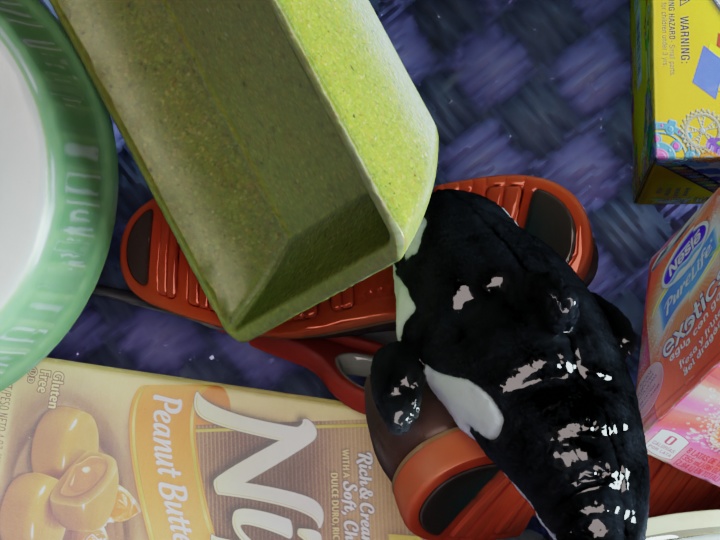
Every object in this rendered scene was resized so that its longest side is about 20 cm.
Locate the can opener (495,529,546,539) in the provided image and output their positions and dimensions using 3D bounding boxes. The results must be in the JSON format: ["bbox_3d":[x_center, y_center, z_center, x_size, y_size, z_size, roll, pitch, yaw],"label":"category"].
[{"bbox_3d":[-0.003,0.171,1.013,0.200,0.053,0.067,-27,57,-8],"label":"can opener"}]

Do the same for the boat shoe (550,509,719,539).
[{"bbox_3d":[0.134,0.132,0.999,0.200,0.075,0.068,3,75,-41],"label":"boat shoe"}]

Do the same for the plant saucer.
[{"bbox_3d":[-0.046,-0.084,0.947,0.048,0.200,0.200,-28,90,-22],"label":"plant saucer"}]

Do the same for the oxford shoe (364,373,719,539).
[{"bbox_3d":[0.092,0.063,1.032,0.071,0.200,0.073,-57,45,32],"label":"oxford shoe"}]

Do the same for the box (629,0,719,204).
[{"bbox_3d":[0.210,-0.135,1.056,0.192,0.122,0.200,-1,83,2],"label":"box"}]

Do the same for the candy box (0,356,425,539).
[{"bbox_3d":[-0.061,0.106,1.070,0.200,0.055,0.116,8,84,4],"label":"candy box"}]

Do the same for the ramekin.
[{"bbox_3d":[-0.200,-0.036,1.006,0.200,0.098,0.200,0,90,2],"label":"ramekin"}]

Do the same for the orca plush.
[{"bbox_3d":[0.059,0.037,0.933,0.105,0.071,0.200,-1,51,-6],"label":"orca plush"}]

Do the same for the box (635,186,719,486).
[{"bbox_3d":[0.217,0.045,0.999,0.200,0.095,0.103,25,47,-14],"label":"box"}]

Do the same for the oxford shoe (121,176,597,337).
[{"bbox_3d":[0.000,0.000,1.068,0.200,0.073,0.071,3,77,13],"label":"oxford shoe"}]

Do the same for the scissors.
[{"bbox_3d":[-0.044,0.023,1.097,0.200,0.073,0.014,18,119,26],"label":"scissors"}]
